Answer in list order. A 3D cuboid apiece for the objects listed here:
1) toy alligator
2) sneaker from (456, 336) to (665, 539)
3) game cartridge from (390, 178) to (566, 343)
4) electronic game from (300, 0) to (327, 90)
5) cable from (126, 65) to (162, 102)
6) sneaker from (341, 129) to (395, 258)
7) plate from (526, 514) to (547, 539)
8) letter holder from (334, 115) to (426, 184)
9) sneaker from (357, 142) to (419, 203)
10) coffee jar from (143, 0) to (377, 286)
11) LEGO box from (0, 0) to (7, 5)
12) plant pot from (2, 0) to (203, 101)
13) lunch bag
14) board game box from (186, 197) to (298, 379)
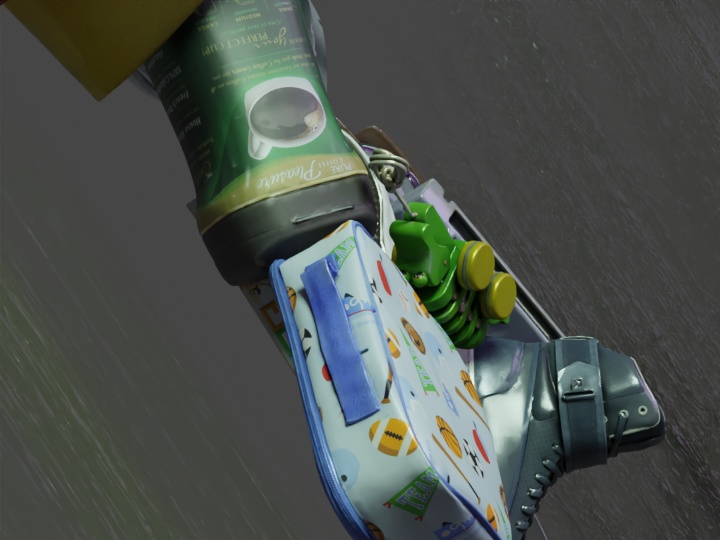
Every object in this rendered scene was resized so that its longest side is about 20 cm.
[{"bbox_3d":[0.044,0.001,0.970,0.059,0.054,0.200,8,-25,32],"label":"toy alligator"},{"bbox_3d":[0.125,0.137,1.012,0.077,0.145,0.203,86,4,-71],"label":"sneaker"},{"bbox_3d":[0.067,0.040,1.145,0.200,0.129,0.038,49,38,-13],"label":"game cartridge"},{"bbox_3d":[-0.069,-0.131,1.253,0.200,0.041,0.201,-177,-90,-72],"label":"electronic game"},{"bbox_3d":[-0.163,-0.206,1.071,0.200,0.069,0.200,62,10,32],"label":"cable"},{"bbox_3d":[0.000,0.000,1.082,0.085,0.072,0.201,58,11,-72],"label":"sneaker"},{"bbox_3d":[0.056,0.135,1.181,0.200,0.032,0.200,43,-9,29],"label":"plate"},{"bbox_3d":[-0.023,-0.069,1.360,0.101,0.142,0.200,55,4,-43],"label":"letter holder"},{"bbox_3d":[0.044,-0.021,1.237,0.200,0.074,0.088,46,0,-39],"label":"sneaker"},{"bbox_3d":[-0.066,-0.095,0.943,0.085,0.104,0.201,-31,-103,59],"label":"coffee jar"},{"bbox_3d":[-0.123,-0.223,0.651,0.149,0.200,0.077,58,2,27],"label":"LEGO box"},{"bbox_3d":[-0.144,-0.248,0.835,0.200,0.176,0.200,59,2,24],"label":"plant pot"},{"bbox_3d":[0.014,0.074,0.875,0.160,0.075,0.201,49,16,-46],"label":"lunch bag"},{"bbox_3d":[-0.039,0.031,1.044,0.201,0.034,0.134,58,3,-1],"label":"board game box"}]
